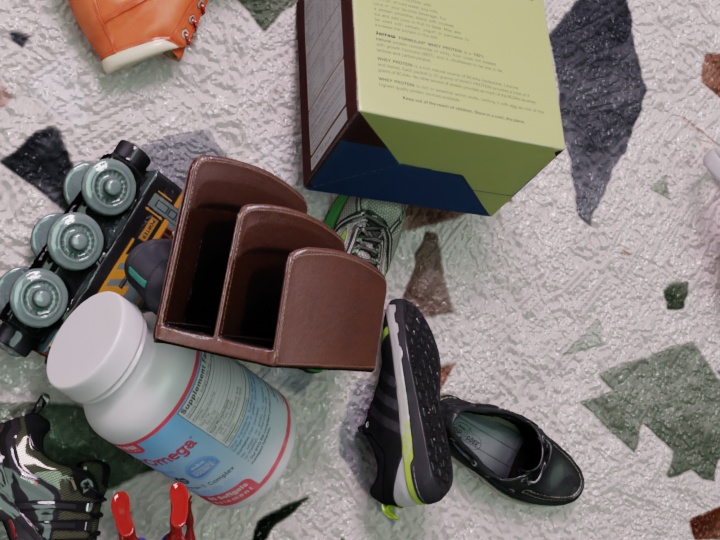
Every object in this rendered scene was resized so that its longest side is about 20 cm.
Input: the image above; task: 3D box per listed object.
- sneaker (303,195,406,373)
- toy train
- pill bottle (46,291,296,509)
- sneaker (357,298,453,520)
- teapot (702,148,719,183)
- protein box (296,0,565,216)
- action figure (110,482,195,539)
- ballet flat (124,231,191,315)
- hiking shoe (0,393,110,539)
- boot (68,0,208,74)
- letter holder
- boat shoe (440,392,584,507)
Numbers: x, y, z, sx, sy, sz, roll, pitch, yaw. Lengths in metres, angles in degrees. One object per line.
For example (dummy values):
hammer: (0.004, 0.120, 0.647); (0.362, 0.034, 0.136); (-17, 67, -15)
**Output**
sneaker: (0.000, 0.000, 0.963); (0.077, 0.085, 0.203); (25, 76, -20)
toy train: (-0.216, -0.006, 0.876); (0.113, 0.085, 0.202); (37, 73, -26)
pill bottle: (-0.148, 0.103, 0.844); (0.200, 0.108, 0.110); (42, 70, -39)
sneaker: (0.028, 0.124, 0.972); (0.071, 0.082, 0.203); (32, 46, -52)
teapot: (0.476, -0.044, 1.144); (0.194, 0.147, 0.203); (-11, 120, 2)
protein box: (0.056, -0.179, 0.947); (0.195, 0.135, 0.203); (7, 65, -22)
action figure: (-0.163, 0.206, 0.843); (0.064, 0.201, 0.100); (-5, 52, -11)
ballet flat: (-0.125, -0.004, 0.862); (0.199, 0.072, 0.074); (-10, 89, -67)
hiking shoe: (-0.235, 0.203, 0.850); (0.100, 0.076, 0.202); (-34, 98, -18)
boot: (-0.156, -0.245, 0.929); (0.198, 0.075, 0.109); (-25, 98, -15)
letter holder: (-0.054, -0.003, 0.813); (0.099, 0.200, 0.145); (10, 88, 22)
boat shoe: (0.149, 0.176, 1.022); (0.198, 0.066, 0.075); (35, 73, -17)
